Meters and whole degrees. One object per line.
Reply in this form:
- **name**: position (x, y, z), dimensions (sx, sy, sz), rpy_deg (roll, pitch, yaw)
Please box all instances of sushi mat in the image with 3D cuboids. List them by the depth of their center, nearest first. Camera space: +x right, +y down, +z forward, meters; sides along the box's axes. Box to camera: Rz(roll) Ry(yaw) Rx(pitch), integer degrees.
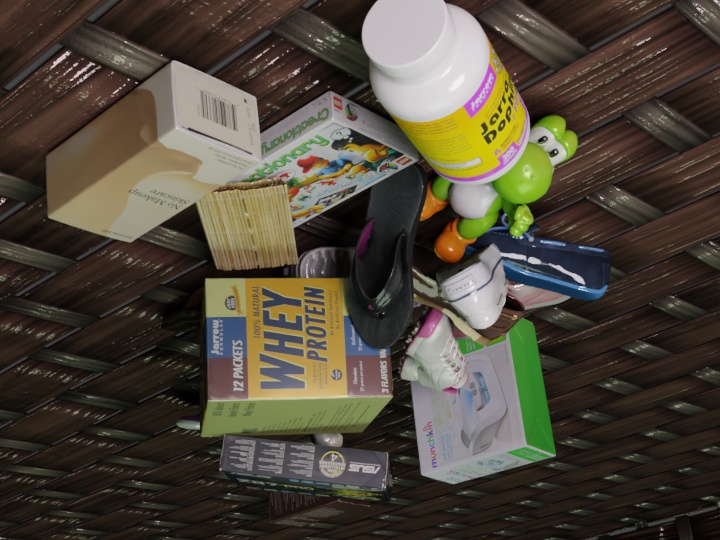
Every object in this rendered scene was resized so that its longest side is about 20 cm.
- **sushi mat**: position (-0.117, -0.045, 1.201), dimensions (0.094, 0.012, 0.200), rpy_deg (-5, 158, -2)

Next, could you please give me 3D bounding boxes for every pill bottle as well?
- **pill bottle**: position (0.072, -0.157, 0.976), dimensions (0.103, 0.105, 0.200), rpy_deg (-15, 155, 19)

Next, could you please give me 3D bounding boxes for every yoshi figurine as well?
- **yoshi figurine**: position (0.129, -0.084, 1.156), dimensions (0.112, 0.113, 0.200), rpy_deg (18, 143, -32)

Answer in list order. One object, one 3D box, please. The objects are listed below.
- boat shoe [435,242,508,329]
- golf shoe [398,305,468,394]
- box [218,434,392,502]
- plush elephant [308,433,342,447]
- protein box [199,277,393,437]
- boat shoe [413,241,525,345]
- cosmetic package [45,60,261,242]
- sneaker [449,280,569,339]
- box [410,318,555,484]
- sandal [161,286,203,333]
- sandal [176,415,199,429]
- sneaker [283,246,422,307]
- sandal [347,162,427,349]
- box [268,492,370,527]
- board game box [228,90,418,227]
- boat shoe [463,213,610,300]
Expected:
- **boat shoe**: position (0.119, 0.022, 1.209), dimensions (0.073, 0.067, 0.200), rpy_deg (-26, -177, 16)
- **golf shoe**: position (0.101, 0.100, 1.437), dimensions (0.091, 0.076, 0.200), rpy_deg (29, 162, 9)
- **box**: position (-0.061, 0.243, 1.397), dimensions (0.197, 0.050, 0.161), rpy_deg (5, 161, 4)
- **plush elephant**: position (-0.022, 0.118, 1.498), dimensions (0.153, 0.202, 0.165), rpy_deg (-12, -178, -19)
- **protein box**: position (-0.081, 0.102, 1.304), dimensions (0.197, 0.137, 0.199), rpy_deg (0, 161, -10)
- **boat shoe**: position (0.107, 0.012, 1.342), dimensions (0.199, 0.071, 0.070), rpy_deg (32, 130, -27)
- **cosmetic package**: position (-0.194, -0.104, 1.062), dimensions (0.105, 0.072, 0.199), rpy_deg (17, 147, -43)
- **sneaker**: position (0.164, 0.020, 1.435), dimensions (0.198, 0.076, 0.105), rpy_deg (-21, 150, 22)
- **box**: position (0.169, 0.183, 1.639), dimensions (0.175, 0.202, 0.096), rpy_deg (-21, 152, 30)
- **sandal**: position (-0.179, 0.045, 1.428), dimensions (0.081, 0.055, 0.199), rpy_deg (12, 165, -38)
- **sandal**: position (-0.227, 0.230, 1.829), dimensions (0.082, 0.050, 0.202), rpy_deg (-1, 173, 24)
- **sneaker**: position (0.000, 0.000, 1.375), dimensions (0.198, 0.076, 0.082), rpy_deg (10, 177, -33)
- **sandal**: position (0.020, -0.016, 1.185), dimensions (0.075, 0.203, 0.048), rpy_deg (13, -167, 26)
- **box**: position (-0.087, 0.469, 2.362), dimensions (0.199, 0.076, 0.100), rpy_deg (-22, 151, 35)
- **board game box**: position (-0.056, -0.103, 1.146), dimensions (0.199, 0.035, 0.126), rpy_deg (-26, 149, 37)
- **boat shoe**: position (0.194, -0.023, 1.343), dimensions (0.198, 0.069, 0.084), rpy_deg (18, 169, -1)
